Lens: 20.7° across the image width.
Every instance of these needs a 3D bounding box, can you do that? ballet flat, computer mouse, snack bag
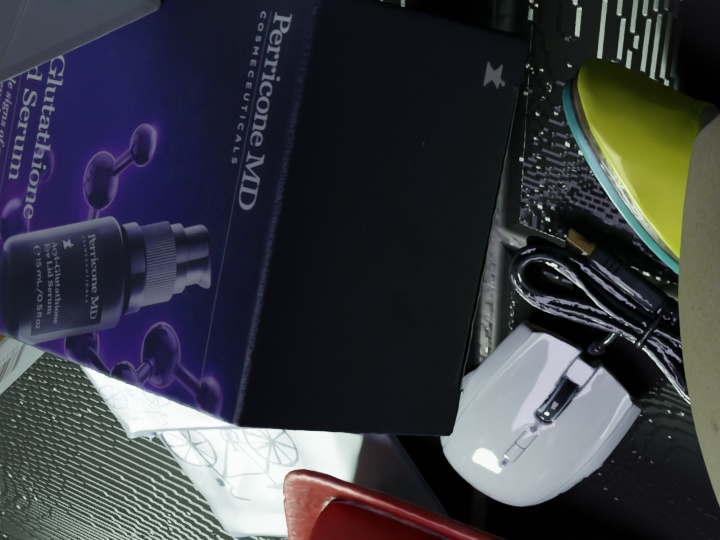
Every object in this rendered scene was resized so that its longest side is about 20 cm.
[{"bbox_3d":[0.150,-0.010,0.727,0.067,0.067,0.200,-22,121,27],"label":"ballet flat"},{"bbox_3d":[0.085,0.061,0.870,0.110,0.044,0.200,34,145,1],"label":"computer mouse"},{"bbox_3d":[-0.059,0.080,1.036,0.189,0.021,0.200,-3,130,42],"label":"snack bag"}]

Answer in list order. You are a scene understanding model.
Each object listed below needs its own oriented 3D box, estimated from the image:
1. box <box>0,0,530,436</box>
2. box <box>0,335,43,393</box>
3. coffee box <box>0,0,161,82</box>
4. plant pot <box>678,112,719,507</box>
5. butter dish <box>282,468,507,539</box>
[{"bbox_3d":[-0.053,-0.033,0.722,0.104,0.148,0.200,7,-175,-43],"label":"box"},{"bbox_3d":[-0.259,-0.010,0.996,0.200,0.124,0.097,39,145,4],"label":"box"},{"bbox_3d":[-0.170,-0.146,0.687,0.200,0.080,0.113,20,129,43],"label":"coffee box"},{"bbox_3d":[0.177,-0.007,0.610,0.135,0.200,0.200,61,146,9],"label":"plant pot"},{"bbox_3d":[0.031,0.218,0.991,0.200,0.148,0.199,20,148,16],"label":"butter dish"}]
